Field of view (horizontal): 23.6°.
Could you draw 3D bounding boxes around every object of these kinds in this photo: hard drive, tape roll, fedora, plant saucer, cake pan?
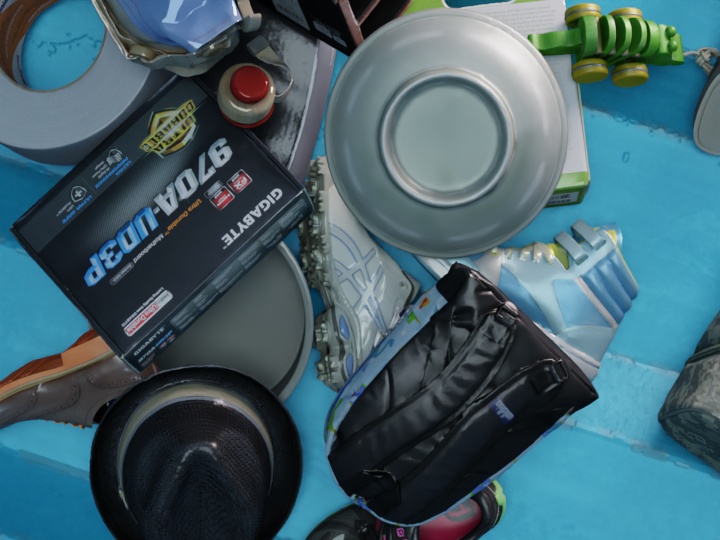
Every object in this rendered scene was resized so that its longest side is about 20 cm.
[{"bbox_3d":[-0.102,-0.134,1.476,0.133,0.042,0.202,16,90,3],"label":"hard drive"},{"bbox_3d":[-0.252,-0.193,1.452,0.198,0.066,0.203,-2,79,12],"label":"tape roll"},{"bbox_3d":[-0.131,0.182,1.410,0.198,0.092,0.203,-4,117,-9],"label":"fedora"},{"bbox_3d":[0.068,-0.106,1.370,0.198,0.050,0.203,0,100,3],"label":"plant saucer"},{"bbox_3d":[-0.132,0.037,1.455,0.198,0.037,0.203,2,102,11],"label":"cake pan"}]

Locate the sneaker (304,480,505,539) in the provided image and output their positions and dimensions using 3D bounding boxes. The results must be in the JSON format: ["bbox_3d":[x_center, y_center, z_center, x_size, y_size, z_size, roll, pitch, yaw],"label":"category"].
[{"bbox_3d":[0.027,0.222,1.443,0.199,0.084,0.077,-28,87,2],"label":"sneaker"}]

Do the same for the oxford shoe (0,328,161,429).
[{"bbox_3d":[-0.256,0.109,1.449,0.199,0.071,0.073,-26,100,26],"label":"oxford shoe"}]

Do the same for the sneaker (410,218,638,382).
[{"bbox_3d":[0.144,-0.010,1.446,0.199,0.080,0.131,35,93,-7],"label":"sneaker"}]

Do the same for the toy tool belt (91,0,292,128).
[{"bbox_3d":[-0.133,-0.210,1.341,0.125,0.123,0.200,-38,82,-20],"label":"toy tool belt"}]

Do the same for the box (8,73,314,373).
[{"bbox_3d":[-0.161,-0.042,1.393,0.200,0.046,0.159,-42,68,-5],"label":"box"}]

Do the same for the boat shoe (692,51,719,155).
[{"bbox_3d":[0.337,-0.186,1.428,0.066,0.057,0.201,22,125,-3],"label":"boat shoe"}]

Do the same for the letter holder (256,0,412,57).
[{"bbox_3d":[-0.041,-0.291,1.419,0.199,0.101,0.143,33,78,24],"label":"letter holder"}]

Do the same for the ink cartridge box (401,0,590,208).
[{"bbox_3d":[0.109,-0.154,1.452,0.146,0.076,0.203,-6,81,3],"label":"ink cartridge box"}]

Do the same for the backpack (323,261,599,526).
[{"bbox_3d":[0.060,0.111,1.382,0.163,0.154,0.200,41,87,-16],"label":"backpack"}]

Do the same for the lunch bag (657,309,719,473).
[{"bbox_3d":[0.364,0.099,1.409,0.199,0.139,0.169,33,75,2],"label":"lunch bag"}]

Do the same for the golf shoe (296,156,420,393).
[{"bbox_3d":[0.000,0.000,1.465,0.096,0.078,0.203,-8,94,-14],"label":"golf shoe"}]

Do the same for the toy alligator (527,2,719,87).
[{"bbox_3d":[0.232,-0.186,1.412,0.198,0.054,0.060,2,77,-25],"label":"toy alligator"}]
